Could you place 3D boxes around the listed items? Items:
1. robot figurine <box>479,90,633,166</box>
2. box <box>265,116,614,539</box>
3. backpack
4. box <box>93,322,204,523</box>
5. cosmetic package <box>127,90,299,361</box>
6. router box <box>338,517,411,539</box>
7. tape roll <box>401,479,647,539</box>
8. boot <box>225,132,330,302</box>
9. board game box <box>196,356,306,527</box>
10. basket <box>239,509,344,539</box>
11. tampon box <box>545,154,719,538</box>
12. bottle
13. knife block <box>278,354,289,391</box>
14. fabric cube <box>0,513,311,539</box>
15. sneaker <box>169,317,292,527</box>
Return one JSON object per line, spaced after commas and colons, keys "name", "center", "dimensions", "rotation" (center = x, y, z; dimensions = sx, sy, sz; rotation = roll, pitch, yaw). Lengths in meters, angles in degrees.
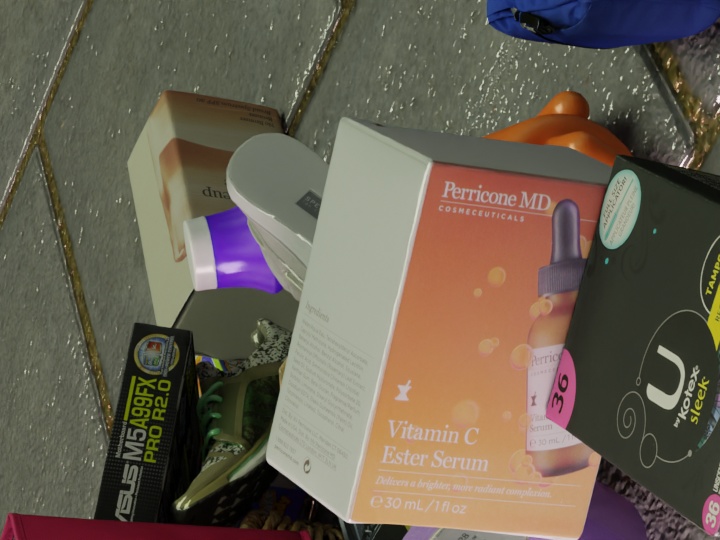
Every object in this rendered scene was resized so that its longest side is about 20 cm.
{"name": "robot figurine", "center": [0.098, -0.029, 1.734], "dimensions": [0.200, 0.117, 0.144], "rotation": [-19, 80, 61]}
{"name": "box", "center": [0.055, 0.032, 1.562], "dimensions": [0.106, 0.152, 0.200], "rotation": [32, 112, 59]}
{"name": "backpack", "center": [0.125, -0.215, 1.687], "dimensions": [0.200, 0.162, 0.168], "rotation": [11, 95, 64]}
{"name": "box", "center": [-0.148, 0.152, 2.036], "dimensions": [0.200, 0.044, 0.160], "rotation": [91, -173, -63]}
{"name": "cosmetic package", "center": [-0.105, -0.034, 2.185], "dimensions": [0.087, 0.103, 0.200], "rotation": [-60, 33, 39]}
{"name": "router box", "center": [0.038, 0.112, 1.879], "dimensions": [0.157, 0.052, 0.200], "rotation": [-61, 30, 34]}
{"name": "tape roll", "center": [0.077, 0.201, 1.668], "dimensions": [0.200, 0.066, 0.200], "rotation": [-47, 22, 26]}
{"name": "boot", "center": [0.000, 0.000, 1.746], "dimensions": [0.200, 0.074, 0.096], "rotation": [44, 167, 33]}
{"name": "board game box", "center": [-0.101, 0.144, 2.174], "dimensions": [0.135, 0.045, 0.200], "rotation": [-67, 27, 25]}
{"name": "basket", "center": [-0.099, 0.256, 2.004], "dimensions": [0.200, 0.149, 0.143], "rotation": [121, 148, -40]}
{"name": "tampon box", "center": [0.204, 0.043, 1.460], "dimensions": [0.200, 0.126, 0.150], "rotation": [33, 111, 64]}
{"name": "bottle", "center": [-0.013, -0.026, 1.864], "dimensions": [0.065, 0.200, 0.084], "rotation": [88, 171, -45]}
{"name": "knife block", "center": [-0.012, 0.078, 1.715], "dimensions": [0.176, 0.200, 0.064], "rotation": [15, 66, 52]}
{"name": "fabric cube", "center": [-0.128, 0.288, 1.783], "dimensions": [0.196, 0.199, 0.200], "rotation": [-115, 36, -51]}
{"name": "sneaker", "center": [-0.088, 0.105, 2.003], "dimensions": [0.200, 0.089, 0.077], "rotation": [-48, -13, -43]}
